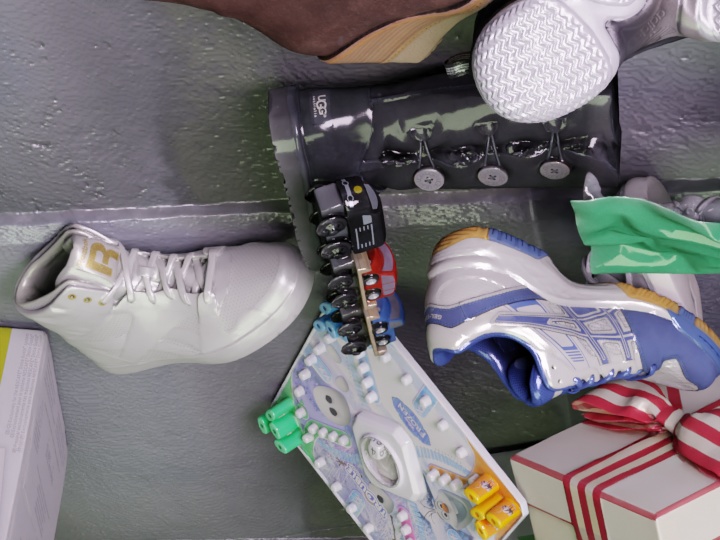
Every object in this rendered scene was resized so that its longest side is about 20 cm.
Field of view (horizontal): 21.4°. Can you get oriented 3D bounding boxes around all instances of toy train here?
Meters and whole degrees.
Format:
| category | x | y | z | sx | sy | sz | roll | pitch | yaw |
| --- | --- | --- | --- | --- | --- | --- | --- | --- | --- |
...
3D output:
| category | x | y | z | sx | sy | sz | roll | pitch | yaw |
| --- | --- | --- | --- | --- | --- | --- | --- | --- | --- |
| toy train | 0.000 | 0.000 | 1.130 | 0.045 | 0.034 | 0.200 | -17 | 154 | -4 |

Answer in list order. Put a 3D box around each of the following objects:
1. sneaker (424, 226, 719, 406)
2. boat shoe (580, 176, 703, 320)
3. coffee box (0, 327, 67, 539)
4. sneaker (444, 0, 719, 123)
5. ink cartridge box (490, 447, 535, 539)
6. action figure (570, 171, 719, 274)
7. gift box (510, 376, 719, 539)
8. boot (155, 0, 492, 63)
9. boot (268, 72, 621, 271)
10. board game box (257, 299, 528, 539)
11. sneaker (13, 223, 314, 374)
| category | x | y | z | sx | sy | sz | roll | pitch | yaw |
| --- | --- | --- | --- | --- | --- | --- | --- | --- | --- |
| sneaker | 0.125 | 0.049 | 1.148 | 0.198 | 0.089 | 0.075 | 19 | 156 | -14 |
| boat shoe | 0.176 | 0.007 | 1.213 | 0.068 | 0.073 | 0.200 | -9 | 155 | 15 |
| coffee box | -0.331 | 0.168 | 1.386 | 0.196 | 0.202 | 0.200 | 5 | 147 | 0 |
| sneaker | 0.133 | -0.143 | 0.973 | 0.199 | 0.114 | 0.076 | -27 | 106 | -9 |
| ink cartridge box | 0.168 | 0.221 | 1.521 | 0.144 | 0.088 | 0.200 | -12 | 146 | 23 |
| action figure | 0.223 | -0.023 | 1.053 | 0.198 | 0.055 | 0.118 | 6 | 169 | 17 |
| gift box | 0.224 | 0.161 | 1.230 | 0.184 | 0.199 | 0.188 | 12 | 122 | 56 |
| boot | -0.015 | -0.171 | 0.943 | 0.165 | 0.073 | 0.200 | 12 | 150 | -16 |
| boot | 0.056 | -0.061 | 1.127 | 0.198 | 0.066 | 0.165 | -8 | 154 | 4 |
| board game box | 0.014 | 0.134 | 1.330 | 0.026 | 0.200 | 0.200 | -30 | 163 | -31 |
| sneaker | -0.136 | 0.011 | 1.240 | 0.199 | 0.074 | 0.115 | -18 | 145 | 32 |
